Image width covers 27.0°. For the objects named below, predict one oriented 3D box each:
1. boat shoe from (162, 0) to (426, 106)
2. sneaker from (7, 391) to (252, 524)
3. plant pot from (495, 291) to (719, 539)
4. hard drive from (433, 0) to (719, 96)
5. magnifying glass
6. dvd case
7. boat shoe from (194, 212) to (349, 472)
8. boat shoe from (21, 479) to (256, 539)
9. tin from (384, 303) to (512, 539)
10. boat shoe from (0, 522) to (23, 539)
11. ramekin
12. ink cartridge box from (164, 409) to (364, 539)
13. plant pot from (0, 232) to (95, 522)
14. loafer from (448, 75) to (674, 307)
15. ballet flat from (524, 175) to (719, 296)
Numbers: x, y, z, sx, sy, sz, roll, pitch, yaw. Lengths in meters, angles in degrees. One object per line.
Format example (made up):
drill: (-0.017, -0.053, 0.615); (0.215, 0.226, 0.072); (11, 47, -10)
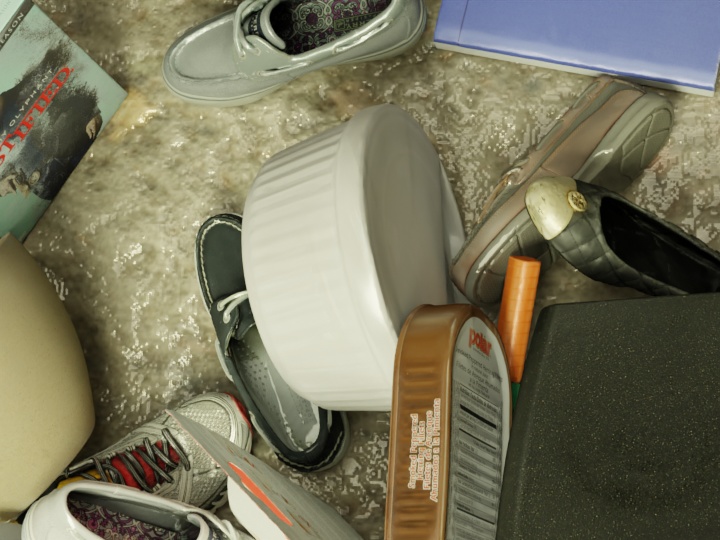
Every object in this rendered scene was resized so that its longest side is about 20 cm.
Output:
boat shoe: (-0.056, -0.171, 1.064); (0.200, 0.072, 0.070); (-13, 76, 15)
sneaker: (-0.159, 0.154, 1.020); (0.200, 0.082, 0.078); (-38, 74, 1)
plant pot: (0.186, 0.120, 0.914); (0.199, 0.200, 0.178); (-4, 67, 10)
hard drive: (0.164, -0.205, 1.064); (0.200, 0.025, 0.132); (12, 80, 13)
magnifying glass: (0.091, 0.091, 0.970); (0.022, 0.080, 0.200); (5, 98, -13)
dvd case: (-0.238, -0.099, 1.029); (0.022, 0.200, 0.146); (34, 85, 16)
boat shoe: (-0.064, 0.043, 1.037); (0.076, 0.060, 0.200); (-31, 74, 3)
boat shoe: (-0.114, 0.180, 0.965); (0.200, 0.069, 0.072); (27, 49, -19)
tin: (0.055, 0.117, 0.884); (0.042, 0.112, 0.200); (-4, 71, 22)
boat shoe: (-0.172, 0.234, 0.975); (0.200, 0.069, 0.057); (33, 112, -17)
ramekin: (0.000, 0.000, 0.970); (0.094, 0.202, 0.203); (-12, 76, 21)
ink cartridge box: (-0.033, 0.176, 0.905); (0.050, 0.200, 0.162); (-51, 49, 0)
plant pot: (-0.259, 0.092, 1.013); (0.200, 0.200, 0.134); (-45, 101, -1)
loafer: (0.127, -0.056, 1.015); (0.200, 0.072, 0.063); (-42, 56, -16)
ballet flat: (0.195, -0.013, 0.961); (0.200, 0.057, 0.067); (26, 57, -15)
